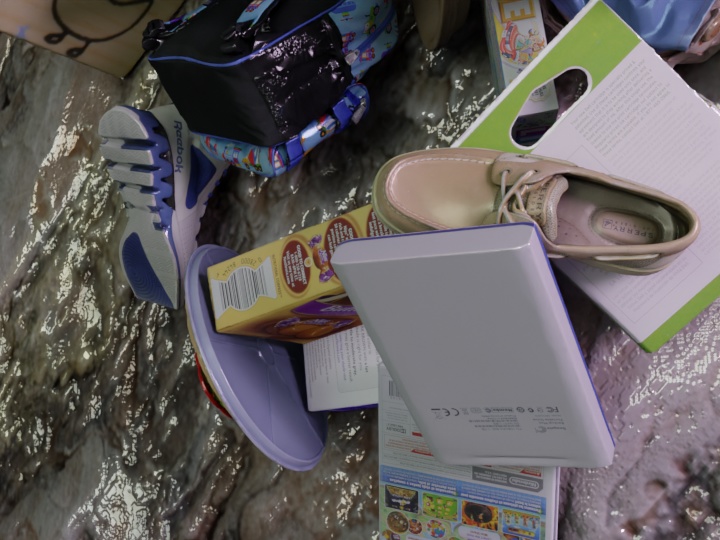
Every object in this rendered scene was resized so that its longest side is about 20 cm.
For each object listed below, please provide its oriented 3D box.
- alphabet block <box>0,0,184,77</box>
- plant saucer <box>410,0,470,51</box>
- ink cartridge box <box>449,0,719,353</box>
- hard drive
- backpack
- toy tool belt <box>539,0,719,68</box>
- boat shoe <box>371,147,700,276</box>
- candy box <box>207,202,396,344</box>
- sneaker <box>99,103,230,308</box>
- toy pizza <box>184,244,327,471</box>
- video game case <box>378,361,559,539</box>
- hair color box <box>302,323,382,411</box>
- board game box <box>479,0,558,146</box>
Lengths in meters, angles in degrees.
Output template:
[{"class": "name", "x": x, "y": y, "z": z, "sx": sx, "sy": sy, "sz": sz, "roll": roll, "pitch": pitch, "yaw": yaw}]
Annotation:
[{"class": "alphabet block", "x": -0.295, "y": -0.342, "z": 0.990, "sx": 0.195, "sy": 0.200, "sz": 0.197, "roll": -45, "pitch": 64, "yaw": 20}, {"class": "plant saucer", "x": 0.059, "y": -0.276, "z": 0.788, "sx": 0.029, "sy": 0.200, "sz": 0.201, "roll": -7, "pitch": 79, "yaw": -3}, {"class": "ink cartridge box", "x": 0.180, "y": -0.068, "z": 0.684, "sx": 0.200, "sy": 0.076, "sz": 0.148, "roll": 43, "pitch": 108, "yaw": -5}, {"class": "hard drive", "x": 0.078, "y": 0.057, "z": 0.654, "sx": 0.132, "sy": 0.200, "sz": 0.025, "roll": -5, "pitch": 41, "yaw": 29}, {"class": "backpack", "x": -0.056, "y": -0.192, "z": 0.854, "sx": 0.200, "sy": 0.135, "sz": 0.182, "roll": -41, "pitch": 33, "yaw": -23}, {"class": "toy tool belt", "x": 0.215, "y": -0.196, "z": 0.704, "sx": 0.200, "sy": 0.123, "sz": 0.125, "roll": 34, "pitch": 102, "yaw": 29}, {"class": "boat shoe", "x": 0.106, "y": -0.041, "z": 0.617, "sx": 0.199, "sy": 0.065, "sz": 0.072, "roll": 12, "pitch": 81, "yaw": 2}, {"class": "candy box", "x": 0.000, "y": 0.000, "z": 0.744, "sx": 0.200, "sy": 0.117, "sz": 0.057, "roll": -22, "pitch": 71, "yaw": 28}, {"class": "sneaker", "x": -0.168, "y": -0.070, "z": 0.944, "sx": 0.080, "sy": 0.115, "sz": 0.200, "roll": 16, "pitch": 123, "yaw": 34}, {"class": "toy pizza", "x": -0.089, "y": 0.072, "z": 0.812, "sx": 0.032, "sy": 0.200, "sz": 0.201, "roll": -27, "pitch": 70, "yaw": 14}, {"class": "video game case", "x": 0.080, "y": 0.173, "z": 0.763, "sx": 0.143, "sy": 0.018, "sz": 0.201, "roll": 6, "pitch": 105, "yaw": 26}, {"class": "hair color box", "x": 0.050, "y": 0.050, "z": 0.811, "sx": 0.200, "sy": 0.065, "sz": 0.110, "roll": -12, "pitch": 77, "yaw": 31}, {"class": "board game box", "x": 0.113, "y": -0.191, "z": 0.759, "sx": 0.034, "sy": 0.134, "sz": 0.201, "roll": -9, "pitch": 79, "yaw": 6}]
